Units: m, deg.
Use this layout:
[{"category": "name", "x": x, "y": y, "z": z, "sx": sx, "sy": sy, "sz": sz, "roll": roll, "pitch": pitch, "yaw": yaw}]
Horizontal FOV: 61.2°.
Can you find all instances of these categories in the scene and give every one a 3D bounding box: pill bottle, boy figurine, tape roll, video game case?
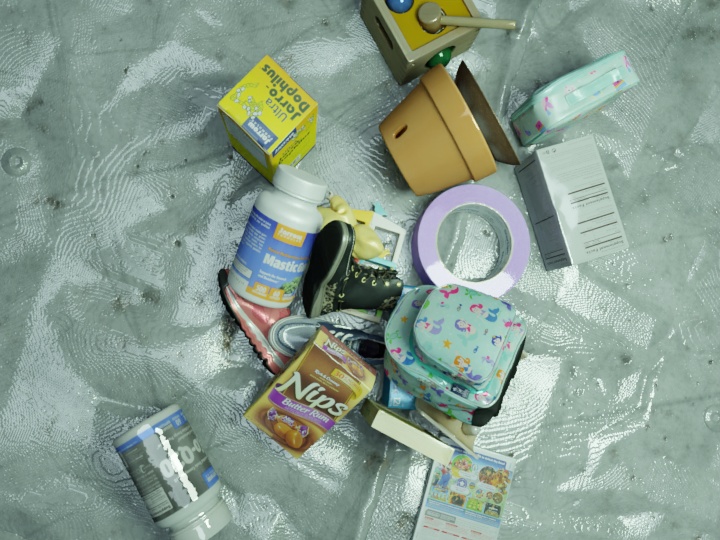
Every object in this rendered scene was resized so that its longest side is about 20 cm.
[{"category": "pill bottle", "x": -0.289, "y": 0.323, "z": 0.949, "sx": 0.113, "sy": 0.114, "sz": 0.202, "roll": -30, "pitch": 88, "yaw": -8}, {"category": "boy figurine", "x": -0.052, "y": -0.071, "z": 1.020, "sx": 0.197, "sy": 0.064, "sz": 0.126, "roll": 14, "pitch": 82, "yaw": 8}, {"category": "pill bottle", "x": -0.124, "y": -0.054, "z": 0.943, "sx": 0.111, "sy": 0.112, "sz": 0.202, "roll": 23, "pitch": 106, "yaw": -3}, {"category": "tape roll", "x": 0.190, "y": -0.044, "z": 1.062, "sx": 0.196, "sy": 0.066, "sz": 0.204, "roll": 1, "pitch": 83, "yaw": -5}, {"category": "video game case", "x": 0.174, "y": 0.400, "z": 1.036, "sx": 0.141, "sy": 0.018, "sz": 0.203, "roll": 17, "pitch": 83, "yaw": -3}]

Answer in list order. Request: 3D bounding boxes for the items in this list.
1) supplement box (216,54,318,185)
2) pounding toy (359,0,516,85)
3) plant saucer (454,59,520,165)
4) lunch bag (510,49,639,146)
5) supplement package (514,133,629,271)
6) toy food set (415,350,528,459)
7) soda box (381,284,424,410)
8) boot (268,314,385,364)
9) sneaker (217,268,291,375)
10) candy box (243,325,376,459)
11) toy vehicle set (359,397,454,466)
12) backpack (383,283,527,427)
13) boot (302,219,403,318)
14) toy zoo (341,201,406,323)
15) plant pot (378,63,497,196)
[{"category": "supplement box", "x": -0.144, "y": -0.231, "z": 0.980, "sx": 0.109, "sy": 0.200, "sz": 0.110, "roll": 43, "pitch": 82, "yaw": 0}, {"category": "pounding toy", "x": 0.129, "y": -0.438, "z": 1.059, "sx": 0.182, "sy": 0.142, "sz": 0.202, "roll": -29, "pitch": 87, "yaw": -7}, {"category": "plant saucer", "x": 0.209, "y": -0.258, "z": 1.033, "sx": 0.036, "sy": 0.200, "sz": 0.202, "roll": -29, "pitch": 87, "yaw": 16}, {"category": "lunch bag", "x": 0.372, "y": -0.302, "z": 1.059, "sx": 0.198, "sy": 0.160, "sz": 0.078, "roll": -29, "pitch": 88, "yaw": -7}, {"category": "supplement package", "x": 0.364, "y": -0.113, "z": 1.062, "sx": 0.108, "sy": 0.114, "sz": 0.203, "roll": -16, "pitch": 87, "yaw": -6}, {"category": "toy food set", "x": 0.189, "y": 0.186, "z": 1.004, "sx": 0.143, "sy": 0.060, "sz": 0.202, "roll": 40, "pitch": 69, "yaw": -21}, {"category": "soda box", "x": 0.079, "y": 0.129, "z": 1.030, "sx": 0.063, "sy": 0.068, "sz": 0.204, "roll": 7, "pitch": 83, "yaw": -7}, {"category": "boot", "x": -0.044, "y": 0.113, "z": 0.980, "sx": 0.197, "sy": 0.090, "sz": 0.074, "roll": 9, "pitch": 81, "yaw": -23}, {"category": "sneaker", "x": -0.165, "y": 0.074, "z": 1.020, "sx": 0.086, "sy": 0.074, "sz": 0.202, "roll": -34, "pitch": 95, "yaw": -18}, {"category": "candy box", "x": -0.081, "y": 0.194, "z": 0.957, "sx": 0.116, "sy": 0.057, "sz": 0.200, "roll": 39, "pitch": 115, "yaw": -7}, {"category": "toy vehicle set", "x": 0.065, "y": 0.247, "z": 0.950, "sx": 0.123, "sy": 0.200, "sz": 0.027, "roll": 28, "pitch": 82, "yaw": -1}, {"category": "backpack", "x": 0.133, "y": 0.112, "z": 0.912, "sx": 0.198, "sy": 0.152, "sz": 0.178, "roll": 20, "pitch": 56, "yaw": 22}, {"category": "boot", "x": -0.001, "y": -0.001, "z": 0.950, "sx": 0.151, "sy": 0.205, "sz": 0.074, "roll": -1, "pitch": 51, "yaw": -23}, {"category": "toy zoo", "x": 0.000, "y": -0.024, "z": 1.062, "sx": 0.129, "sy": 0.020, "sz": 0.203, "roll": 17, "pitch": 82, "yaw": -4}, {"category": "plant pot", "x": 0.121, "y": -0.218, "z": 1.020, "sx": 0.139, "sy": 0.200, "sz": 0.202, "roll": -29, "pitch": 87, "yaw": 12}]
